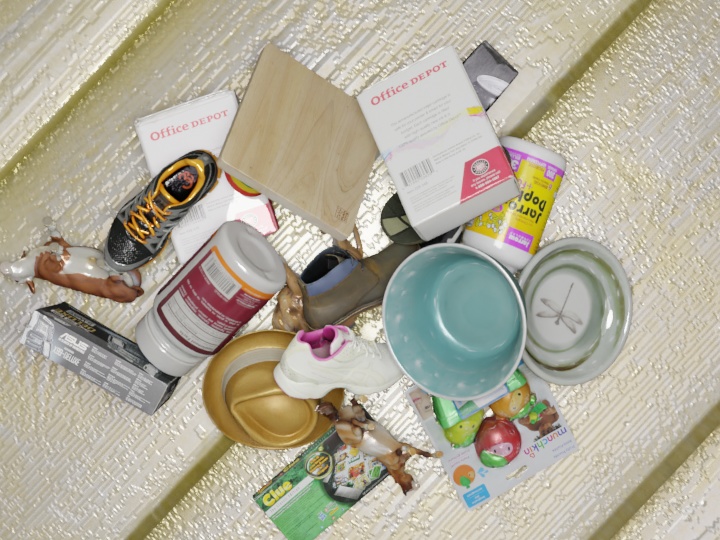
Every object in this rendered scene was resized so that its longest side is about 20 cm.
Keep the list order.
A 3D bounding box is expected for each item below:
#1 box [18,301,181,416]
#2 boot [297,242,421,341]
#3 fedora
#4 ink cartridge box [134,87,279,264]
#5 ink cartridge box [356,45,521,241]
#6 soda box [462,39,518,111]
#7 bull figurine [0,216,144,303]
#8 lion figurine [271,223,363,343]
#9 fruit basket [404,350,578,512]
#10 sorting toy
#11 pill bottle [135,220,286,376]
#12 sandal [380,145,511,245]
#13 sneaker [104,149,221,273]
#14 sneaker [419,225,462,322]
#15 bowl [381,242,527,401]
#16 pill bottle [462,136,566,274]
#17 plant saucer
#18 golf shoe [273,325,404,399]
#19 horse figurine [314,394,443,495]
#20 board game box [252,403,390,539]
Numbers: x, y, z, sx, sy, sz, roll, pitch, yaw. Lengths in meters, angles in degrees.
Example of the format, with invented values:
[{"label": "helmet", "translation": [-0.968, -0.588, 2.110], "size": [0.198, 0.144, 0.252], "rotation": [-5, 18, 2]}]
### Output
[{"label": "box", "translation": [-0.341, 0.115, 1.531], "size": [0.198, 0.158, 0.050], "rotation": [30, 91, -1]}, {"label": "boot", "translation": [0.000, 0.000, 1.529], "size": [0.199, 0.074, 0.098], "rotation": [-41, 136, -20]}, {"label": "fedora", "translation": [-0.117, 0.178, 1.549], "size": [0.196, 0.082, 0.204], "rotation": [-2, 113, -5]}, {"label": "ink cartridge box", "translation": [-0.207, -0.128, 1.564], "size": [0.143, 0.085, 0.203], "rotation": [-18, 94, -1]}, {"label": "ink cartridge box", "translation": [0.102, -0.163, 1.484], "size": [0.146, 0.086, 0.203], "rotation": [-25, 70, 10]}, {"label": "soda box", "translation": [0.125, -0.217, 1.580], "size": [0.071, 0.063, 0.200], "rotation": [42, 91, -2]}, {"label": "bull figurine", "translation": [-0.388, -0.008, 1.558], "size": [0.196, 0.122, 0.066], "rotation": [11, 60, -9]}, {"label": "lion figurine", "translation": [-0.051, 0.007, 1.578], "size": [0.199, 0.072, 0.123], "rotation": [-38, 112, -6]}, {"label": "fruit basket", "translation": [0.183, 0.207, 1.579], "size": [0.183, 0.094, 0.202], "rotation": [-28, 95, -1]}, {"label": "sorting toy", "translation": [-0.084, -0.160, 1.516], "size": [0.197, 0.069, 0.203], "rotation": [30, 56, -20]}, {"label": "pill bottle", "translation": [-0.199, 0.041, 1.506], "size": [0.114, 0.114, 0.200], "rotation": [46, 112, -2]}, {"label": "sandal", "translation": [0.119, -0.097, 1.542], "size": [0.199, 0.057, 0.081], "rotation": [-31, 72, 11]}, {"label": "sneaker", "translation": [-0.263, -0.081, 1.485], "size": [0.078, 0.077, 0.201], "rotation": [40, 91, -3]}, {"label": "sneaker", "translation": [0.102, 0.026, 1.595], "size": [0.082, 0.072, 0.203], "rotation": [24, 92, -25]}, {"label": "bowl", "translation": [0.137, 0.056, 1.491], "size": [0.198, 0.105, 0.205], "rotation": [6, 104, 27]}, {"label": "pill bottle", "translation": [0.202, -0.072, 1.565], "size": [0.103, 0.104, 0.203], "rotation": [19, 91, -2]}, {"label": "plant saucer", "translation": [0.282, 0.054, 1.580], "size": [0.197, 0.050, 0.204], "rotation": [-3, 96, -24]}, {"label": "golf shoe", "translation": [-0.015, 0.114, 1.501], "size": [0.197, 0.076, 0.093], "rotation": [-5, 130, -32]}, {"label": "horse figurine", "translation": [0.020, 0.225, 1.536], "size": [0.198, 0.132, 0.050], "rotation": [34, 65, -10]}, {"label": "board game box", "translation": [-0.043, 0.289, 1.600], "size": [0.199, 0.023, 0.105], "rotation": [-39, 106, -1]}]
